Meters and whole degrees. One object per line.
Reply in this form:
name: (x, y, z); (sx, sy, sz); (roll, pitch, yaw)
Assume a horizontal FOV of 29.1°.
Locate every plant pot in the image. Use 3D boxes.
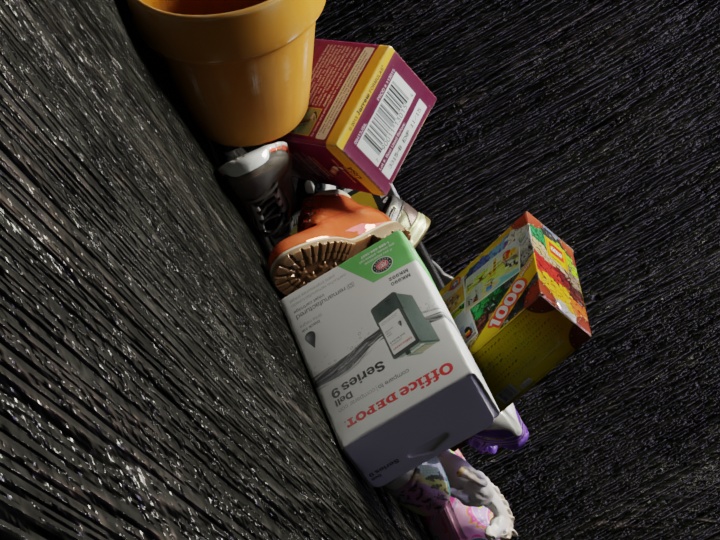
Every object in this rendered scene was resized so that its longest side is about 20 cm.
plant pot: (-0.124, -0.235, 1.405); (0.201, 0.197, 0.185); (-116, -168, -46)

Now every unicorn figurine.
unicorn figurine: (0.112, 0.248, 1.616); (0.201, 0.074, 0.137); (51, 12, 30)

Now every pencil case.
pencil case: (0.101, 0.266, 1.711); (0.202, 0.087, 0.087); (63, 2, 19)

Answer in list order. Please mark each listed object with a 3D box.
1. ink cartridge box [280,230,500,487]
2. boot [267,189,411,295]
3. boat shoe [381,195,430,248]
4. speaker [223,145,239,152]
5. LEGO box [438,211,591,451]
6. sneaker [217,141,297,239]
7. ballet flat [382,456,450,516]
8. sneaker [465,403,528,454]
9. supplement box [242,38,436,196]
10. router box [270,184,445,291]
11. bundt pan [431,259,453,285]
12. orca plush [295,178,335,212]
ink cartridge box: (0.026, 0.083, 1.334); (0.084, 0.145, 0.201); (56, 6, -48)
boot: (-0.046, -0.033, 1.477); (0.107, 0.076, 0.199); (40, 32, 24)
boat shoe: (0.001, -0.001, 1.572); (0.066, 0.201, 0.072); (40, -22, -1)
speaker: (-0.168, -0.243, 1.632); (0.202, 0.080, 0.081); (63, 2, -3)
LEGO box: (0.133, 0.063, 1.421); (0.077, 0.200, 0.150); (36, 26, -22)
sneaker: (-0.095, -0.079, 1.481); (0.200, 0.076, 0.083); (46, 22, -80)
ballet flat: (0.018, 0.161, 1.402); (0.071, 0.069, 0.201); (20, 35, -59)
sneaker: (0.119, 0.180, 1.620); (0.084, 0.081, 0.199); (50, -21, -21)
supplement box: (-0.038, -0.172, 1.526); (0.198, 0.132, 0.103); (16, -18, 44)
router box: (0.005, 0.001, 1.668); (0.202, 0.156, 0.052); (61, 7, -19)
bundt pan: (0.043, 0.064, 1.825); (0.203, 0.199, 0.076); (63, -39, 32)
orca plush: (-0.071, -0.053, 1.746); (0.202, 0.070, 0.106); (91, 10, -48)
